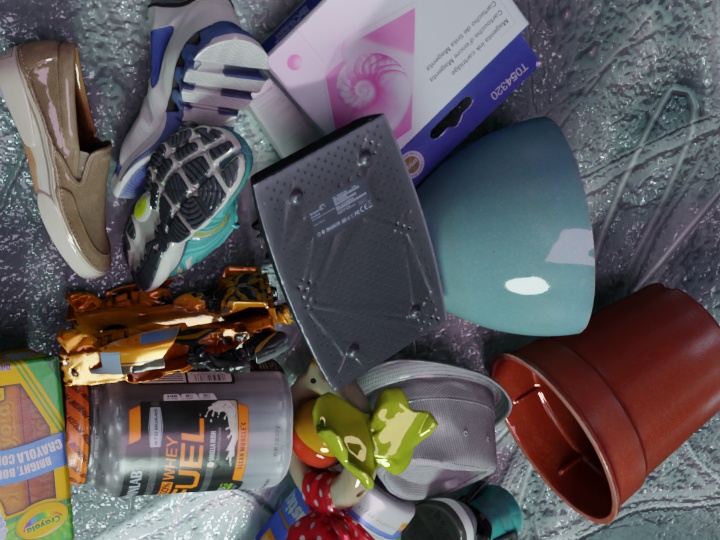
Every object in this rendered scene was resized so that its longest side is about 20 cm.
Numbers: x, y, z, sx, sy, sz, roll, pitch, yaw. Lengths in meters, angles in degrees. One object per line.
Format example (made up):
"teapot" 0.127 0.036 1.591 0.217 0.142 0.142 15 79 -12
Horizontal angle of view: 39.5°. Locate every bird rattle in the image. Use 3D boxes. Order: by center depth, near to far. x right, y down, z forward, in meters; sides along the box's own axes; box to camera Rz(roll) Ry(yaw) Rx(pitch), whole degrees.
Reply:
"bird rattle" -0.019 0.170 0.921 0.112 0.163 0.201 -8 137 -30

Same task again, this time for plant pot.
"plant pot" 0.117 -0.030 0.918 0.134 0.200 0.201 -9 115 -5
"plant pot" 0.271 0.123 1.044 0.195 0.201 0.202 -31 119 -15

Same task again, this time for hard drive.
"hard drive" -0.010 -0.015 0.812 0.134 0.042 0.201 -31 122 -19

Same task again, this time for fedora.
"fedora" 0.063 0.167 0.985 0.176 0.091 0.200 -28 144 29

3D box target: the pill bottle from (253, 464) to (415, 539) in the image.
"pill bottle" -0.046 0.284 1.025 0.112 0.112 0.200 37 95 -29

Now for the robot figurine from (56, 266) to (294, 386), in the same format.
"robot figurine" -0.156 0.045 0.870 0.199 0.145 0.059 -10 117 -7

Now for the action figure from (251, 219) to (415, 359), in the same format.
"action figure" 0.000 0.000 0.925 0.102 0.119 0.200 -46 114 8

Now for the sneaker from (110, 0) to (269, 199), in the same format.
"sneaker" -0.142 -0.152 0.826 0.080 0.116 0.200 7 140 -33

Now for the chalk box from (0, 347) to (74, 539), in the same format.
"chalk box" -0.313 0.173 0.825 0.124 0.124 0.201 -7 91 -29

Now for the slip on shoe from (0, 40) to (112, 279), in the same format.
"slip on shoe" -0.232 -0.088 0.820 0.060 0.076 0.201 -13 109 2

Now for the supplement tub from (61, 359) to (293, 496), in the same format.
"supplement tub" -0.170 0.141 0.912 0.199 0.123 0.123 1 111 -21

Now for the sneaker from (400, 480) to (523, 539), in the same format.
"sneaker" 0.120 0.269 1.066 0.120 0.084 0.200 -23 160 -19

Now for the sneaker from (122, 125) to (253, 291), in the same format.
"sneaker" -0.135 -0.055 0.825 0.079 0.078 0.200 -18 164 -37

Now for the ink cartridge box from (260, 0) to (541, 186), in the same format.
"ink cartridge box" 0.044 -0.177 0.850 0.196 0.043 0.200 -45 119 1

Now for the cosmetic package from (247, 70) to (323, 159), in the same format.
"cosmetic package" -0.007 -0.184 0.879 0.200 0.051 0.083 -36 122 -4
